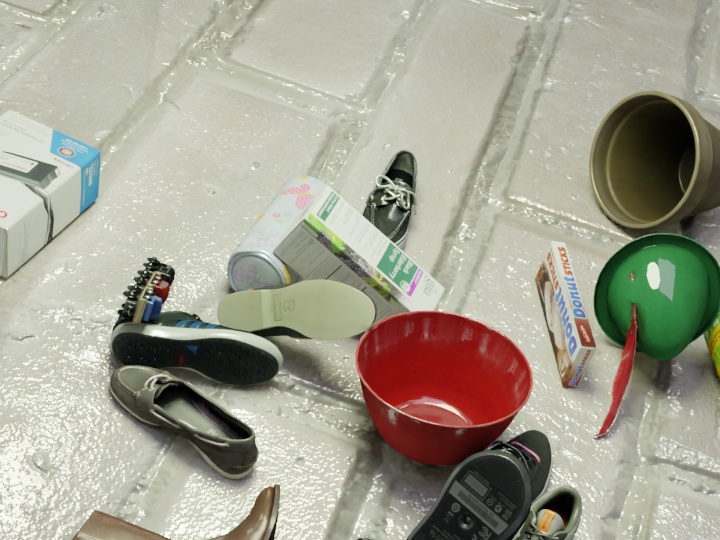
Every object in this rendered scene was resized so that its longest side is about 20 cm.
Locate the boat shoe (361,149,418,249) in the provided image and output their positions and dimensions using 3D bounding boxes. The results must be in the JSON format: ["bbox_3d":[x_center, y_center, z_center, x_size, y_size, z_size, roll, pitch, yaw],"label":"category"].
[{"bbox_3d":[0.045,-0.096,1.701,0.073,0.068,0.200,20,41,5],"label":"boat shoe"}]

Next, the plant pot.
[{"bbox_3d":[0.472,-0.155,1.835,0.173,0.200,0.200,4,38,-39],"label":"plant pot"}]

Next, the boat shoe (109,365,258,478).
[{"bbox_3d":[-0.191,0.150,1.353,0.200,0.057,0.067,32,43,18],"label":"boat shoe"}]

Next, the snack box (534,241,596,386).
[{"bbox_3d":[0.264,0.054,1.597,0.024,0.072,0.200,7,41,-12],"label":"snack box"}]

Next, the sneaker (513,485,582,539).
[{"bbox_3d":[0.172,0.296,1.287,0.074,0.079,0.200,31,44,15],"label":"sneaker"}]

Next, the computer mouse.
[{"bbox_3d":[0.098,0.268,1.254,0.138,0.200,0.053,44,4,25],"label":"computer mouse"}]

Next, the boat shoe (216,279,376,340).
[{"bbox_3d":[-0.069,0.050,1.452,0.199,0.071,0.063,-3,-8,22],"label":"boat shoe"}]

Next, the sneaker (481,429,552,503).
[{"bbox_3d":[0.170,0.218,1.359,0.071,0.099,0.200,30,42,19],"label":"sneaker"}]

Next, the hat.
[{"bbox_3d":[0.375,0.080,1.516,0.165,0.200,0.176,5,28,2],"label":"hat"}]

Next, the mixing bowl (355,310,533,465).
[{"bbox_3d":[0.088,0.147,1.398,0.200,0.109,0.200,5,36,-4],"label":"mixing bowl"}]

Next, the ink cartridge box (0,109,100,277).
[{"bbox_3d":[-0.441,-0.099,1.538,0.144,0.084,0.200,24,41,11],"label":"ink cartridge box"}]

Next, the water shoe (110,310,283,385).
[{"bbox_3d":[-0.187,0.077,1.430,0.199,0.072,0.079,11,33,-9],"label":"water shoe"}]

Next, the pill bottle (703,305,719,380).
[{"bbox_3d":[0.513,0.131,1.557,0.111,0.111,0.200,6,41,-10],"label":"pill bottle"}]

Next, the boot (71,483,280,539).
[{"bbox_3d":[-0.189,0.264,1.228,0.199,0.064,0.187,13,38,4],"label":"boot"}]

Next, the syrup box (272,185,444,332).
[{"bbox_3d":[0.000,0.000,1.511,0.200,0.081,0.079,40,41,-8],"label":"syrup box"}]

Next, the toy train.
[{"bbox_3d":[-0.247,0.024,1.444,0.046,0.034,0.200,19,13,-5],"label":"toy train"}]

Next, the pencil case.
[{"bbox_3d":[-0.095,-0.041,1.583,0.091,0.083,0.200,26,41,3],"label":"pencil case"}]
